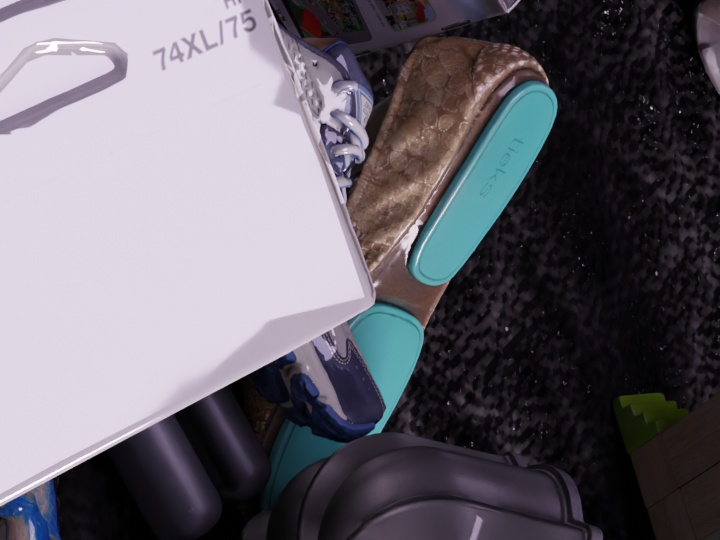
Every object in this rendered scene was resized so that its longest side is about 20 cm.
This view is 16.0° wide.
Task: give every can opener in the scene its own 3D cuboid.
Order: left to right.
[{"bbox_3d":[-0.086,-0.004,0.877,0.053,0.067,0.201,-34,99,-39],"label":"can opener"}]

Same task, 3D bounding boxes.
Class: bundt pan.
[{"bbox_3d":[-0.005,0.144,0.849,0.075,0.202,0.203,23,65,-23],"label":"bundt pan"}]

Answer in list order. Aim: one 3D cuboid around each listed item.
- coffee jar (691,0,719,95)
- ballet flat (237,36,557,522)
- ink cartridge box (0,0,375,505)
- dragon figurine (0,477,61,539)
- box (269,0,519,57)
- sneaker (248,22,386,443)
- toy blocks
[{"bbox_3d":[0.245,-0.151,1.206,0.200,0.104,0.086,-45,116,-40],"label":"coffee jar"},{"bbox_3d":[0.000,0.000,0.954,0.201,0.065,0.070,-57,147,-1],"label":"ballet flat"},{"bbox_3d":[-0.124,-0.024,0.735,0.146,0.200,0.147,-27,102,-29],"label":"ink cartridge box"},{"bbox_3d":[-0.109,0.118,0.838,0.099,0.059,0.201,46,54,-28],"label":"dragon figurine"},{"bbox_3d":[-0.025,-0.174,0.943,0.035,0.110,0.201,-49,116,-38],"label":"box"},{"bbox_3d":[-0.027,-0.039,0.892,0.085,0.077,0.201,-23,84,-13],"label":"sneaker"},{"bbox_3d":[0.186,0.117,1.031,0.099,0.137,0.201,-2,65,-31],"label":"toy blocks"}]
